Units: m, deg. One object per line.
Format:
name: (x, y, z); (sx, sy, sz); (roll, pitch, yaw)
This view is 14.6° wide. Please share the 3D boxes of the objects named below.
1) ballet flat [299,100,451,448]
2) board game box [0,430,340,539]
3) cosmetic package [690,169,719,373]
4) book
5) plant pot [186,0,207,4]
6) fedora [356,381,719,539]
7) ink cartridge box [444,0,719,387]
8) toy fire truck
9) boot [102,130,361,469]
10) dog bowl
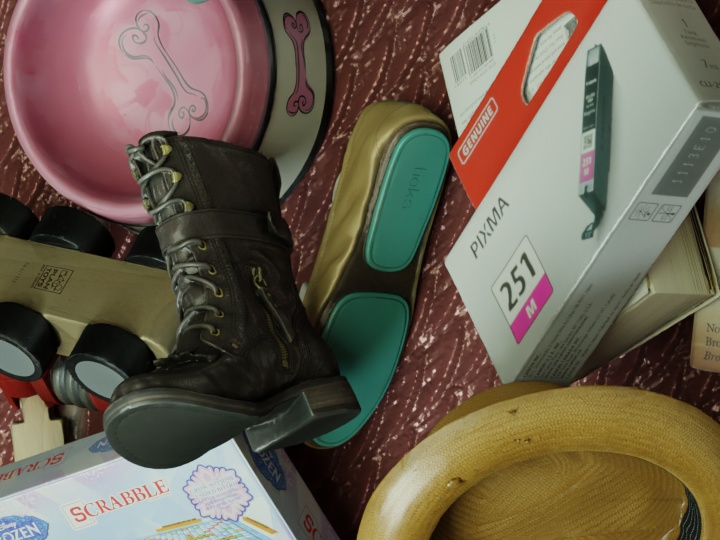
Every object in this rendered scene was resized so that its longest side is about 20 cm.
ballet flat: (0.000, 0.000, 1.570); (0.063, 0.068, 0.201); (33, 107, 52)
board game box: (-0.103, 0.178, 1.586); (0.199, 0.041, 0.200); (-19, 114, 27)
cosmetic package: (0.235, -0.045, 1.418); (0.103, 0.087, 0.201); (6, 96, 30)
book: (0.106, -0.053, 1.464); (0.133, 0.048, 0.201); (-37, 59, 49)
plant pot: (-0.062, -0.224, 1.489); (0.134, 0.200, 0.201); (-29, 79, 13)
fedora: (0.091, 0.113, 1.383); (0.201, 0.200, 0.082); (-48, 32, 22)
ink cartridge box: (0.101, -0.069, 1.398); (0.200, 0.043, 0.174); (-59, 42, 36)
toy fire truck: (-0.161, 0.074, 1.636); (0.175, 0.200, 0.129); (11, 56, 25)
boot: (-0.088, 0.009, 1.475); (0.069, 0.200, 0.175); (-29, 74, 30)
dog bowl: (-0.119, -0.114, 1.611); (0.199, 0.074, 0.202); (1, 93, 27)
